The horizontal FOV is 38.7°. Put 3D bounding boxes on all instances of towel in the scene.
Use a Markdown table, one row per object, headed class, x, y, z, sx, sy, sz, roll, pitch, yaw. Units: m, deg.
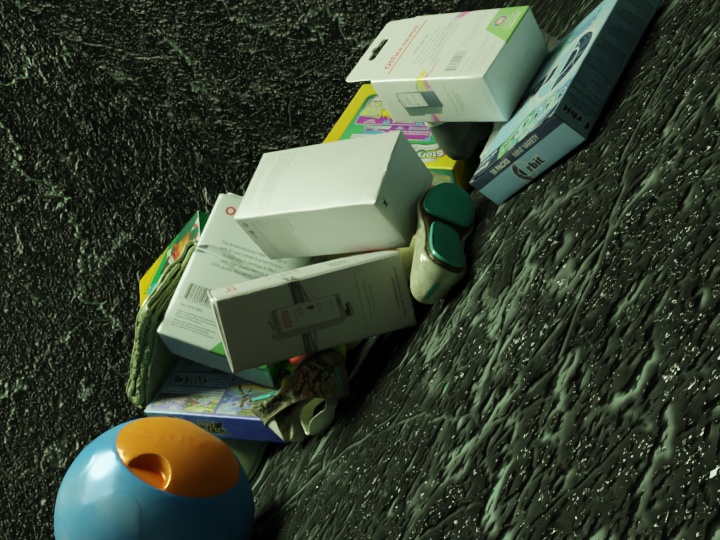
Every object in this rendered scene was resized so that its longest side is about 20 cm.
| class | x | y | z | sx | sy | sz | roll | pitch | yaw |
| --- | --- | --- | --- | --- | --- | --- | --- | --- | --- |
| towel | -0.249 | 0.070 | 1.311 | 0.148 | 0.036 | 0.200 | -60 | -11 | -47 |

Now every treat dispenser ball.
| class | x | y | z | sx | sy | sz | roll | pitch | yaw |
| --- | --- | --- | --- | --- | --- | --- | --- | --- | --- |
| treat dispenser ball | -0.209 | 0.251 | 1.049 | 0.201 | 0.201 | 0.201 | -52 | 9 | 11 |

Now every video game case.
| class | x | y | z | sx | sy | sz | roll | pitch | yaw |
| --- | --- | --- | --- | --- | --- | --- | --- | --- | --- |
| video game case | -0.149 | 0.136 | 1.323 | 0.200 | 0.045 | 0.181 | 0 | 39 | 27 |

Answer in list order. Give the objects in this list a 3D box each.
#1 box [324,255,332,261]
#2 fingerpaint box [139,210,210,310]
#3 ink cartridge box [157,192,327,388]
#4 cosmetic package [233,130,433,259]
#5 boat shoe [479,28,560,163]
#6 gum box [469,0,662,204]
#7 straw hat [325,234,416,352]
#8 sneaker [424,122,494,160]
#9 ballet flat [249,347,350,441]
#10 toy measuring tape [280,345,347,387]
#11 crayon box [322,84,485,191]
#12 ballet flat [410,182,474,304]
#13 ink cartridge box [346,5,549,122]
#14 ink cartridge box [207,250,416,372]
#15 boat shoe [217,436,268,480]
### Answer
| class | x | y | z | sx | sy | sz | roll | pitch | yaw |
| --- | --- | --- | --- | --- | --- | --- | --- | --- | --- |
| box | 0.003 | -0.045 | 1.383 | 0.200 | 0.041 | 0.119 | -54 | -36 | -10 |
| fingerpaint box | -0.181 | 0.020 | 1.432 | 0.167 | 0.200 | 0.073 | -45 | 40 | 34 |
| ink cartridge box | -0.139 | 0.023 | 1.260 | 0.083 | 0.147 | 0.200 | 86 | -156 | -68 |
| cosmetic package | -0.031 | -0.082 | 1.160 | 0.200 | 0.085 | 0.108 | -2 | 52 | 35 |
| boat shoe | 0.176 | -0.194 | 1.178 | 0.200 | 0.067 | 0.074 | -58 | 9 | -26 |
| gum box | 0.206 | -0.180 | 1.040 | 0.200 | 0.045 | 0.170 | -57 | 8 | -27 |
| straw hat | 0.000 | 0.000 | 1.294 | 0.201 | 0.085 | 0.201 | -51 | 9 | 12 |
| sneaker | 0.156 | -0.200 | 1.242 | 0.200 | 0.085 | 0.074 | -32 | 20 | -26 |
| ballet flat | -0.068 | 0.149 | 1.134 | 0.068 | 0.075 | 0.200 | -10 | -17 | -32 |
| toy measuring tape | -0.028 | 0.073 | 1.203 | 0.200 | 0.074 | 0.074 | -52 | 9 | 13 |
| crayon box | 0.063 | -0.170 | 1.331 | 0.200 | 0.058 | 0.173 | 6 | 48 | 28 |
| ballet flat | 0.079 | -0.031 | 1.080 | 0.062 | 0.067 | 0.200 | -60 | 4 | 29 |
| ink cartridge box | 0.094 | -0.228 | 1.150 | 0.200 | 0.067 | 0.117 | 8 | 55 | 42 |
| ink cartridge box | -0.057 | 0.039 | 1.103 | 0.200 | 0.083 | 0.147 | -14 | 4 | -9 |
| boat shoe | -0.166 | 0.230 | 1.319 | 0.199 | 0.074 | 0.066 | -59 | 8 | -34 |
